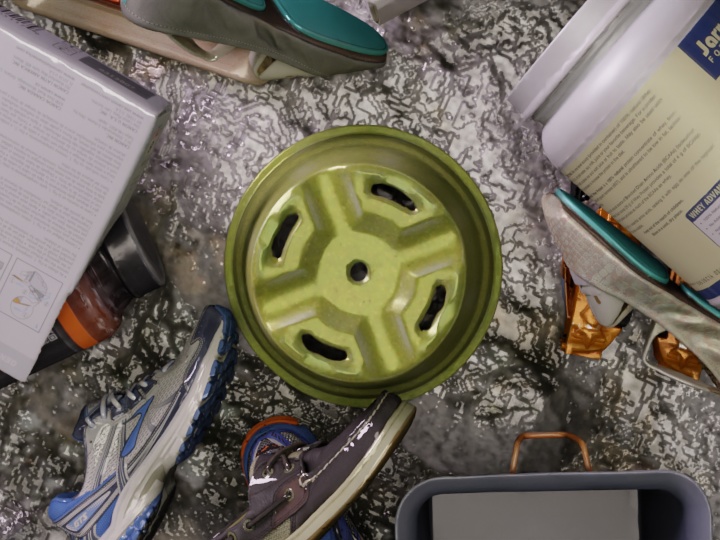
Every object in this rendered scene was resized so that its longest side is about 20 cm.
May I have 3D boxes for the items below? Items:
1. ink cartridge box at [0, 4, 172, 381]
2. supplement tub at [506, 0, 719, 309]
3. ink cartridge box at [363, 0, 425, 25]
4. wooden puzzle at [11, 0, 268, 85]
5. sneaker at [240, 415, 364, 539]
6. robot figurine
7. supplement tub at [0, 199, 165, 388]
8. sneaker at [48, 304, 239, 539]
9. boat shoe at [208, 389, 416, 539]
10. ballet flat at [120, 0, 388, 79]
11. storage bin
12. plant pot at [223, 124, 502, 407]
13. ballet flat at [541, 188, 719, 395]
[{"bbox_3d":[-0.234,-0.056,0.937,0.162,0.057,0.201,29,109,0],"label":"ink cartridge box"},{"bbox_3d":[0.204,-0.087,0.910,0.200,0.145,0.145,41,92,1],"label":"supplement tub"},{"bbox_3d":[0.063,-0.262,0.897,0.199,0.084,0.146,-27,91,2],"label":"ink cartridge box"},{"bbox_3d":[-0.131,-0.246,1.023,0.199,0.046,0.186,18,91,1],"label":"wooden puzzle"},{"bbox_3d":[-0.028,0.199,1.015,0.075,0.078,0.201,-32,90,2],"label":"sneaker"},{"bbox_3d":[0.204,-0.032,1.015,0.144,0.058,0.202,12,92,1],"label":"robot figurine"},{"bbox_3d":[-0.236,0.020,1.003,0.199,0.107,0.108,-24,91,1],"label":"supplement tub"},{"bbox_3d":[-0.154,0.107,1.019,0.085,0.077,0.201,28,91,5],"label":"sneaker"},{"bbox_3d":[-0.046,0.145,0.938,0.066,0.072,0.201,42,110,5],"label":"boat shoe"},{"bbox_3d":[-0.072,-0.163,0.990,0.199,0.068,0.064,16,124,-38],"label":"ballet flat"},{"bbox_3d":[0.122,0.178,0.983,0.198,0.134,0.147,-2,91,1],"label":"storage bin"},{"bbox_3d":[0.000,0.000,0.957,0.199,0.184,0.202,0,92,1],"label":"plant pot"},{"bbox_3d":[0.188,0.026,0.957,0.199,0.067,0.063,36,103,1],"label":"ballet flat"}]
